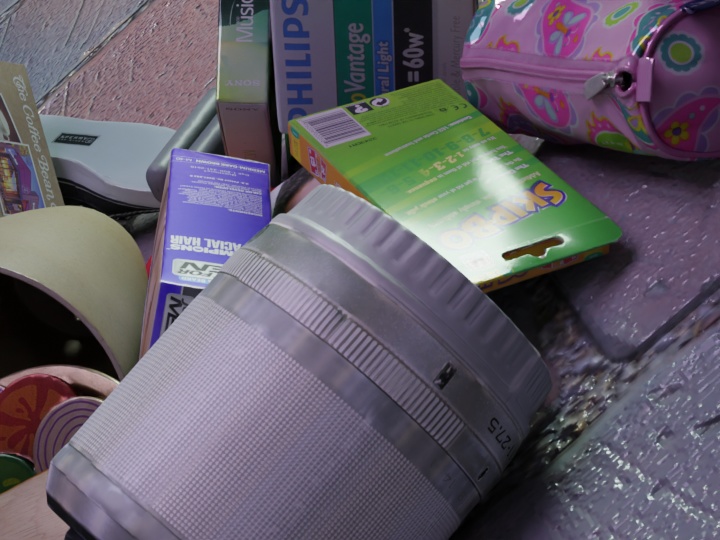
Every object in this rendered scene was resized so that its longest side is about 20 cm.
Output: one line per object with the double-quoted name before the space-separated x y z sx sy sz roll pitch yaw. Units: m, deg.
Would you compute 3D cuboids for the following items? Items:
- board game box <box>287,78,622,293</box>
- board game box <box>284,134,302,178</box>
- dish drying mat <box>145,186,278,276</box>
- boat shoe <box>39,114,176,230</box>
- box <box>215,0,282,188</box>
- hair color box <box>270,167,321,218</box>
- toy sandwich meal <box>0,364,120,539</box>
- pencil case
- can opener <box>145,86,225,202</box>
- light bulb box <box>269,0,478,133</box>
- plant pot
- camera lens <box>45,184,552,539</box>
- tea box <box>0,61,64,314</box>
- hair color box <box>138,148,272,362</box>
"board game box" 0.046 -0.042 1.084 0.095 0.030 0.200 -17 32 -20
"board game box" -0.003 -0.092 1.336 0.105 0.023 0.200 -39 26 18
"dish drying mat" -0.089 -0.023 1.335 0.077 0.018 0.200 -52 18 -14
"boat shoe" -0.184 -0.062 1.509 0.199 0.068 0.074 8 41 30
"box" -0.069 -0.168 1.340 0.036 0.144 0.200 -1 70 1
"hair color box" 0.000 0.000 1.146 0.099 0.061 0.200 -36 26 19
"toy sandwich meal" -0.186 0.141 1.121 0.205 0.070 0.205 -10 68 24
"pencil case" 0.127 -0.104 1.083 0.087 0.087 0.200 -49 25 -10
"can opener" -0.095 -0.121 1.460 0.053 0.067 0.200 -10 35 32
"light bulb box" 0.008 -0.215 1.269 0.125 0.198 0.200 -2 34 1
"plant pot" -0.202 0.041 1.285 0.187 0.187 0.200 -34 13 22
"camera lens" -0.031 0.082 0.948 0.200 0.160 0.160 -49 25 -9
"tea box" -0.319 -0.025 1.473 0.197 0.134 0.200 -28 71 31
"hair color box" -0.085 0.020 1.125 0.200 0.065 0.109 -102 22 -67
